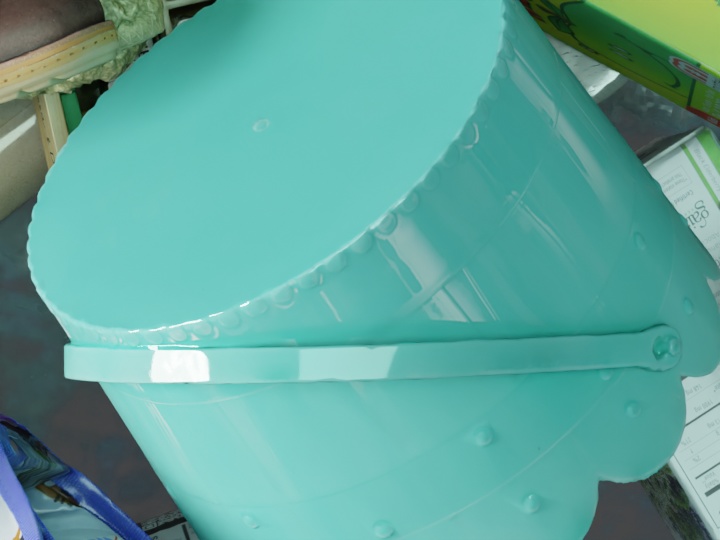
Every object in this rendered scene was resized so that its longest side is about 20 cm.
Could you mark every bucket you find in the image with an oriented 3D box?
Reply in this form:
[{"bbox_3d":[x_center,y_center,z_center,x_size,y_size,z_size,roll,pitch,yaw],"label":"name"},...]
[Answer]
[{"bbox_3d":[0.000,0.000,0.863,0.207,0.207,0.135,-39,123,-4],"label":"bucket"}]

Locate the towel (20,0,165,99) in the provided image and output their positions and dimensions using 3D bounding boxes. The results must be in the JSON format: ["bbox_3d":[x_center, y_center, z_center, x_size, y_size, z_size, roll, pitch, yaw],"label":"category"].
[{"bbox_3d":[-0.173,-0.118,0.926,0.199,0.036,0.150,-15,96,18],"label":"towel"}]

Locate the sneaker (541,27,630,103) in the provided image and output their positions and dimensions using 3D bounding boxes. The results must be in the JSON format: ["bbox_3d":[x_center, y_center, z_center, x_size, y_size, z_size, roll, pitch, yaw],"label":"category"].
[{"bbox_3d":[0.096,-0.105,0.986,0.199,0.088,0.076,-31,84,2],"label":"sneaker"}]

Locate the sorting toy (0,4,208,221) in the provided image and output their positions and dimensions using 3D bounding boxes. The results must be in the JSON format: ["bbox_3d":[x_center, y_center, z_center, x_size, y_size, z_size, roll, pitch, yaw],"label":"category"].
[{"bbox_3d":[-0.177,-0.111,0.984,0.185,0.036,0.201,-37,93,-5],"label":"sorting toy"}]

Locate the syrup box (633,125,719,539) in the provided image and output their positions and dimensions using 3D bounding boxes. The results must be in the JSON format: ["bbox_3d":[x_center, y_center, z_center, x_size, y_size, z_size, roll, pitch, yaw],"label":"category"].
[{"bbox_3d":[0.139,0.053,0.991,0.081,0.079,0.201,-33,92,-5],"label":"syrup box"}]

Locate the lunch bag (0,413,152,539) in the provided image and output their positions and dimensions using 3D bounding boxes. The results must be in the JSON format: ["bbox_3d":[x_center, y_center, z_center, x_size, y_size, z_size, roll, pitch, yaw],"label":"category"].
[{"bbox_3d":[-0.112,0.169,0.853,0.170,0.124,0.200,-46,66,7],"label":"lunch bag"}]

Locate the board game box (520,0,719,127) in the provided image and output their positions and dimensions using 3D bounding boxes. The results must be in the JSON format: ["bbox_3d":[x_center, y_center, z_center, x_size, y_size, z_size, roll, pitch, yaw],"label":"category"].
[{"bbox_3d":[0.053,-0.119,0.895,0.199,0.102,0.048,29,89,7],"label":"board game box"}]

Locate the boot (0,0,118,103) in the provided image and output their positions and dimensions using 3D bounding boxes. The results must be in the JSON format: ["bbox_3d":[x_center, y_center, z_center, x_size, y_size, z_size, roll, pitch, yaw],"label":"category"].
[{"bbox_3d":[-0.180,-0.130,0.867,0.198,0.072,0.168,-3,102,21],"label":"boot"}]

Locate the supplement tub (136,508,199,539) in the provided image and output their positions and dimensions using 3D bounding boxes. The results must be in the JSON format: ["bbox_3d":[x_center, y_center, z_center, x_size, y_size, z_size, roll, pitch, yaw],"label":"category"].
[{"bbox_3d":[-0.038,0.132,0.961,0.199,0.107,0.108,-20,91,-4],"label":"supplement tub"}]

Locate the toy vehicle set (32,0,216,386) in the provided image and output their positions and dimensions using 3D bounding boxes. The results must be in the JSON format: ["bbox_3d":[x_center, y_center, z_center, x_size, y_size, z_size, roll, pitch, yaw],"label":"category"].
[{"bbox_3d":[-0.056,-0.067,0.973,0.123,0.026,0.202,-15,101,-15],"label":"toy vehicle set"}]
